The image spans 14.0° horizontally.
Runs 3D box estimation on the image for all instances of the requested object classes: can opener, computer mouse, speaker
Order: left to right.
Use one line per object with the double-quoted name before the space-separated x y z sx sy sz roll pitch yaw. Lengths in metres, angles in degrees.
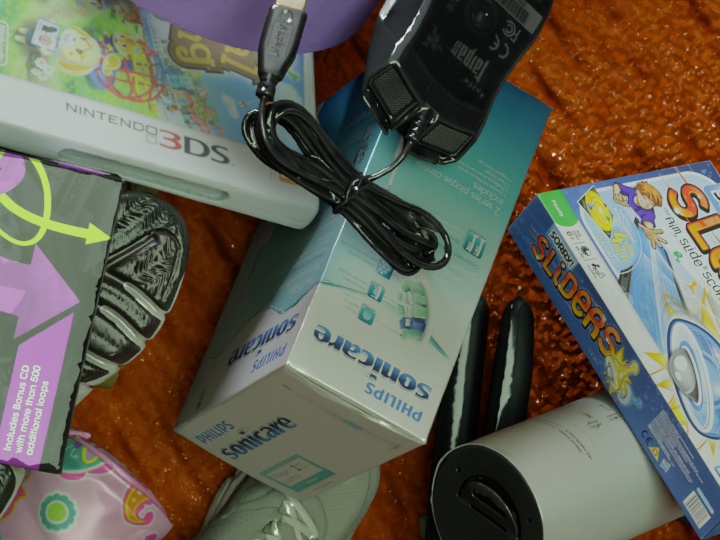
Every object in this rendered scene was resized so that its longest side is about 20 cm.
"computer mouse" 0.012 -0.110 1.402 0.140 0.046 0.200 34 69 -31
"can opener" 0.063 0.112 1.581 0.063 0.079 0.200 -1 87 21
"speaker" 0.131 0.103 1.544 0.200 0.081 0.081 -18 97 -43

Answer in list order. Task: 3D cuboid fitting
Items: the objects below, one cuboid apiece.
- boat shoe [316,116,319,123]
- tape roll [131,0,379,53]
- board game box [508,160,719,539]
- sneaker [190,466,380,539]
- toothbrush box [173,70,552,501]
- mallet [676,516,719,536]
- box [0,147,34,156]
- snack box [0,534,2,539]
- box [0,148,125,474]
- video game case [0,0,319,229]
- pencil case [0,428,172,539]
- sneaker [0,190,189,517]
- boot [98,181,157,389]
"boat shoe" -0.096 -0.124 1.514 0.067 0.057 0.200 -25 77 -39
"tape roll" -0.066 -0.201 1.461 0.200 0.200 0.066 22 128 -17
"board game box" 0.182 0.038 1.550 0.135 0.034 0.200 -12 62 -40
"sneaker" -0.061 0.158 1.515 0.200 0.092 0.076 -40 103 -14
"toothbrush box" 0.000 0.000 1.478 0.085 0.146 0.200 30 62 -15
"mallet" 0.245 0.144 1.647 0.200 0.041 0.066 27 84 -13
"box" -0.260 -0.018 1.427 0.158 0.051 0.200 22 106 -9
"snack box" -0.249 0.195 1.403 0.037 0.200 0.116 0 76 -59
"box" -0.221 0.005 1.350 0.200 0.036 0.143 12 91 -10
"video game case" -0.106 -0.127 1.450 0.182 0.022 0.200 15 52 -25
"pencil case" -0.186 0.172 1.478 0.087 0.087 0.200 44 80 -14
"sneaker" -0.162 0.037 1.443 0.076 0.116 0.200 40 92 -9
"boot" -0.204 -0.038 1.483 0.200 0.066 0.175 9 105 -8
